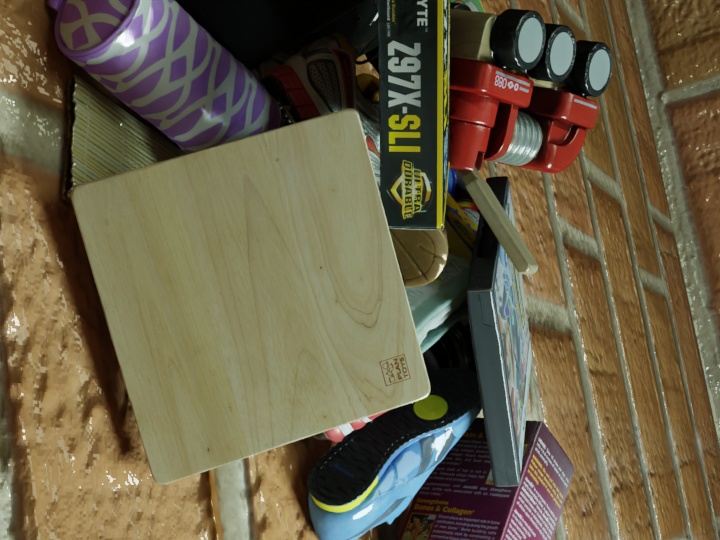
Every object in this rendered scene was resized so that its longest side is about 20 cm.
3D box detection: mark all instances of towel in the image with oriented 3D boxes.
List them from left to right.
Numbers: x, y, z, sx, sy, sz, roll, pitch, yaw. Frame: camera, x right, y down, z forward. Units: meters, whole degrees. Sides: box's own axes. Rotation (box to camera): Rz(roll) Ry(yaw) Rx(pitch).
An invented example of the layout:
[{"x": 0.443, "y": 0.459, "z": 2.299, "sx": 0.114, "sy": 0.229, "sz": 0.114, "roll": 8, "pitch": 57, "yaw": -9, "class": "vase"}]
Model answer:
[{"x": 0.000, "y": 0.000, "z": 1.063, "sx": 0.200, "sy": 0.170, "sz": 0.049, "roll": -30, "pitch": 147, "yaw": -64, "class": "towel"}]

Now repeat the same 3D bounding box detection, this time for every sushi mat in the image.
[{"x": -0.151, "y": -0.059, "z": 0.948, "sx": 0.200, "sy": 0.012, "sz": 0.097, "roll": 36, "pitch": 44, "yaw": -56, "class": "sushi mat"}]

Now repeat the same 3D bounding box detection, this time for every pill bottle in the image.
[{"x": 0.068, "y": 0.078, "z": 1.243, "sx": 0.200, "sy": 0.110, "sz": 0.113, "roll": -28, "pitch": 102, "yaw": -67, "class": "pill bottle"}]

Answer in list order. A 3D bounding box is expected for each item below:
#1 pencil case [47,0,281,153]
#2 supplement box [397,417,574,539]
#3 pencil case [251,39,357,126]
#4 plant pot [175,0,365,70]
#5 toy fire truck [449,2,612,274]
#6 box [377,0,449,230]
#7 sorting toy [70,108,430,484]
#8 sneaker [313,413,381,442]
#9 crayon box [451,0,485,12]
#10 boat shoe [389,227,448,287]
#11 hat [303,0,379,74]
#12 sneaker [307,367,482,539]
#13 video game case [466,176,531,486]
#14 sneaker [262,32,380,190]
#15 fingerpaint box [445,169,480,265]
[{"x": -0.139, "y": -0.142, "z": 0.936, "sx": 0.200, "sy": 0.085, "sz": 0.085, "roll": 42, "pitch": 67, "yaw": -50, "class": "pencil case"}, {"x": 0.106, "y": 0.239, "z": 1.167, "sx": 0.086, "sy": 0.109, "sz": 0.202, "roll": 51, "pitch": 50, "yaw": -37, "class": "supplement box"}, {"x": -0.049, "y": -0.190, "z": 1.175, "sx": 0.090, "sy": 0.077, "sz": 0.201, "roll": 51, "pitch": 30, "yaw": -16, "class": "pencil case"}, {"x": -0.115, "y": -0.283, "z": 0.957, "sx": 0.176, "sy": 0.198, "sz": 0.203, "roll": 21, "pitch": 56, "yaw": -44, "class": "plant pot"}, {"x": 0.130, "y": -0.105, "z": 1.079, "sx": 0.175, "sy": 0.128, "sz": 0.203, "roll": 7, "pitch": 96, "yaw": -51, "class": "toy fire truck"}, {"x": 0.041, "y": -0.149, "z": 0.923, "sx": 0.160, "sy": 0.049, "sz": 0.203, "roll": -71, "pitch": 161, "yaw": -68, "class": "box"}, {"x": -0.075, "y": 0.014, "z": 0.883, "sx": 0.070, "sy": 0.196, "sz": 0.203, "roll": -166, "pitch": -120, "yaw": -77, "class": "sorting toy"}, {"x": -0.026, "y": 0.068, "z": 1.110, "sx": 0.072, "sy": 0.112, "sz": 0.200, "roll": 56, "pitch": 0, "yaw": -33, "class": "sneaker"}, {"x": 0.053, "y": -0.242, "z": 1.184, "sx": 0.173, "sy": 0.058, "sz": 0.201, "roll": 47, "pitch": -6, "yaw": 45, "class": "crayon box"}, {"x": -0.031, "y": -0.033, "z": 0.971, "sx": 0.072, "sy": 0.197, "sz": 0.073, "roll": -71, "pitch": 165, "yaw": -68, "class": "boat shoe"}, {"x": -0.023, "y": -0.228, "z": 1.060, "sx": 0.202, "sy": 0.080, "sz": 0.201, "roll": 56, "pitch": -16, "yaw": 25, "class": "hat"}, {"x": 0.033, "y": 0.159, "z": 1.097, "sx": 0.199, "sy": 0.066, "sz": 0.079, "roll": -37, "pitch": 137, "yaw": -29, "class": "sneaker"}, {"x": 0.123, "y": 0.051, "z": 1.120, "sx": 0.182, "sy": 0.025, "sz": 0.202, "roll": -72, "pitch": 156, "yaw": -56, "class": "video game case"}, {"x": -0.001, "y": -0.110, "z": 1.058, "sx": 0.078, "sy": 0.082, "sz": 0.201, "roll": 44, "pitch": -8, "yaw": 38, "class": "sneaker"}, {"x": 0.048, "y": -0.076, "z": 1.232, "sx": 0.201, "sy": 0.073, "sz": 0.167, "roll": 51, "pitch": 21, "yaw": 2, "class": "fingerpaint box"}]
